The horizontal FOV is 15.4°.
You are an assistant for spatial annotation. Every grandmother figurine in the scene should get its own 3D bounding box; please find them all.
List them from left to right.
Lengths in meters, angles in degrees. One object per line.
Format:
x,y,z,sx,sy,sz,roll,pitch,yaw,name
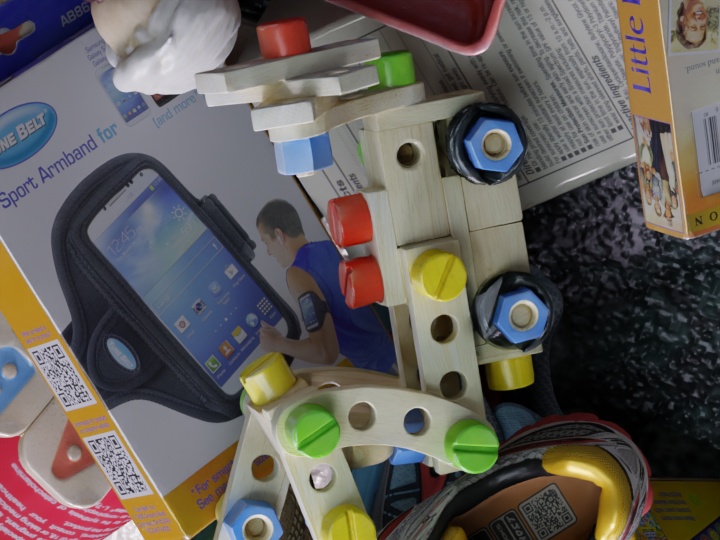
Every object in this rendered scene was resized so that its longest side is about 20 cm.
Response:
-0.120,-0.132,0.925,0.200,0.121,0.061,40,81,-26,grandmother figurine

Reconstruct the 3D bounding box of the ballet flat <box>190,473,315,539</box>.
-0.037,0.110,1.083,0.070,0.200,0.065,-43,97,0,ballet flat

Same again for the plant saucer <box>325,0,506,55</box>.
-0.012,-0.202,0.928,0.199,0.037,0.201,22,110,15,plant saucer

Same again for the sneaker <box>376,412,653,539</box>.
0.019,0.121,0.971,0.200,0.082,0.078,-41,85,2,sneaker

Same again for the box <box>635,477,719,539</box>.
0.115,0.221,1.090,0.122,0.193,0.200,5,138,-44,box

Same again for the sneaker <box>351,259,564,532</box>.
0.043,0.085,1.038,0.079,0.201,0.095,14,157,-43,sneaker

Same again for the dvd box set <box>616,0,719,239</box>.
0.150,-0.126,0.906,0.146,0.029,0.201,-18,109,-25,dvd box set

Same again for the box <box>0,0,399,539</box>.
-0.080,-0.013,0.995,0.041,0.119,0.201,-13,111,59,box

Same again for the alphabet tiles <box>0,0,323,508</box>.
-0.089,-0.018,1.022,0.200,0.196,0.015,46,156,-15,alphabet tiles

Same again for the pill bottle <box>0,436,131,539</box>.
-0.136,0.065,1.118,0.200,0.112,0.112,-35,108,29,pill bottle

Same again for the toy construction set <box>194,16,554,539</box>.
0.000,0.000,0.940,0.130,0.092,0.201,-12,114,-13,toy construction set

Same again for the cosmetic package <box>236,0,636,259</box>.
0.065,-0.087,0.998,0.199,0.073,0.104,-22,113,25,cosmetic package
